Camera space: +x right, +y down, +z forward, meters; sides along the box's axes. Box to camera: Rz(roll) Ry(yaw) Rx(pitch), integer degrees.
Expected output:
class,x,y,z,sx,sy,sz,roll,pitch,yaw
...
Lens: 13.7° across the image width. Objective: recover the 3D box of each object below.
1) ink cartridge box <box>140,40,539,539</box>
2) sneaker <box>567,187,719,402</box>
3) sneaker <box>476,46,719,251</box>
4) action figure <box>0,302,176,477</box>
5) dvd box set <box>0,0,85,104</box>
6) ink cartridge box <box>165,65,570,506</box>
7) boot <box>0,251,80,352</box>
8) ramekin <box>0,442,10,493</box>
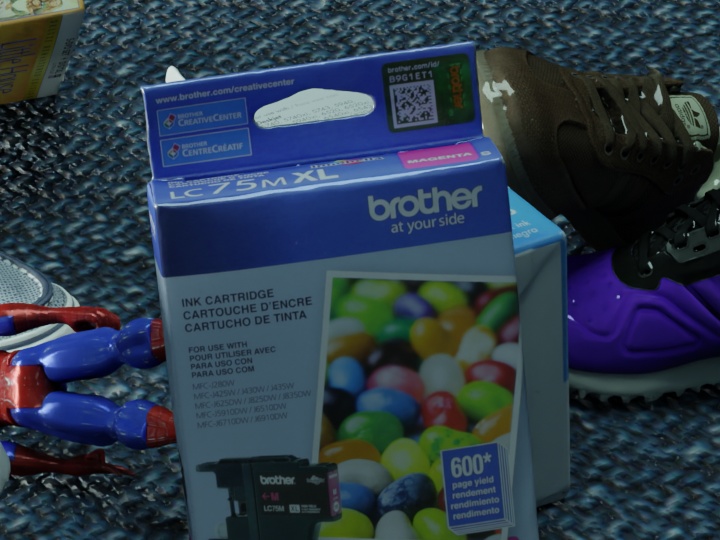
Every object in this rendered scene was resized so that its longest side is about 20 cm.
class,x,y,z,sx,sy,sz,roll,pitch,yaw
ink cartridge box,-0.005,0.030,1.003,0.119,0.201,0.042,-7,14,-5
sneaker,0.145,-0.007,1.146,0.199,0.100,0.070,1,29,7
sneaker,0.097,-0.057,1.167,0.075,0.071,0.200,-24,-14,15
action figure,-0.112,0.044,1.115,0.199,0.066,0.052,-2,-2,33
dvd box set,-0.225,-0.089,1.311,0.199,0.030,0.146,-11,-8,-14
ink cartridge box,0.000,0.000,1.134,0.068,0.117,0.200,-17,34,-23
boot,-0.207,-0.014,1.204,0.199,0.091,0.073,8,33,19
ramekin,-0.229,0.060,1.013,0.200,0.098,0.201,-19,13,5
